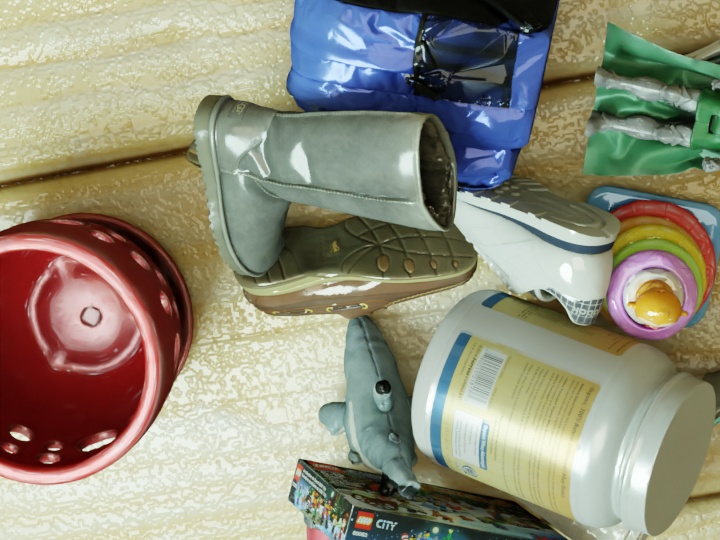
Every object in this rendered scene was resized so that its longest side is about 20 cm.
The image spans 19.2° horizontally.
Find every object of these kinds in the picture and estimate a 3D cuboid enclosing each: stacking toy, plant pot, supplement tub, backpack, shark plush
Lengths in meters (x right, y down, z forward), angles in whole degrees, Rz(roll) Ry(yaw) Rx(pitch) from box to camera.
[{"bbox_3d":[0.224,0.012,1.625,0.115,0.200,0.110,10,104,1],"label":"stacking toy"},{"bbox_3d":[-0.237,0.050,1.702,0.199,0.183,0.201,2,104,7],"label":"plant pot"},{"bbox_3d":[0.155,0.110,1.620,0.199,0.144,0.145,21,106,27],"label":"supplement tub"},{"bbox_3d":[0.041,-0.157,1.630,0.199,0.163,0.169,12,108,3],"label":"backpack"},{"bbox_3d":[0.009,0.117,1.684,0.090,0.200,0.084,2,120,1],"label":"shark plush"}]

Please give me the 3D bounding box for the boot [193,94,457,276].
[{"bbox_3d":[-0.019,-0.056,1.610,0.199,0.073,0.182,6,138,21],"label":"boot"}]

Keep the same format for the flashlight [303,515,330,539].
[{"bbox_3d":[-0.010,0.273,1.788,0.068,0.068,0.201,-11,105,-22],"label":"flashlight"}]

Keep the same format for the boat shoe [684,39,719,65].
[{"bbox_3d":[0.305,-0.152,1.646,0.199,0.067,0.074,-23,99,12],"label":"boat shoe"}]

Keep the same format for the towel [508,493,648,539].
[{"bbox_3d":[0.167,0.133,1.712,0.200,0.034,0.133,36,101,24],"label":"towel"}]

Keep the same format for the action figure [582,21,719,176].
[{"bbox_3d":[0.272,-0.111,1.597,0.199,0.055,0.119,10,108,11],"label":"action figure"}]

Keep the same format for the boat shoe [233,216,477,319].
[{"bbox_3d":[0.000,0.000,1.726,0.199,0.072,0.068,-5,141,11],"label":"boat shoe"}]

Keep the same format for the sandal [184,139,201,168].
[{"bbox_3d":[-0.041,-0.088,1.709,0.199,0.080,0.054,13,83,8],"label":"sandal"}]

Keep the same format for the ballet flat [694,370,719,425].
[{"bbox_3d":[0.237,0.132,1.723,0.064,0.067,0.200,45,104,3],"label":"ballet flat"}]

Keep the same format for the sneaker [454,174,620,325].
[{"bbox_3d":[0.119,-0.025,1.649,0.076,0.200,0.081,-11,115,-30],"label":"sneaker"}]

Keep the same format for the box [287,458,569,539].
[{"bbox_3d":[0.057,0.201,1.687,0.199,0.137,0.038,13,96,-22],"label":"box"}]
